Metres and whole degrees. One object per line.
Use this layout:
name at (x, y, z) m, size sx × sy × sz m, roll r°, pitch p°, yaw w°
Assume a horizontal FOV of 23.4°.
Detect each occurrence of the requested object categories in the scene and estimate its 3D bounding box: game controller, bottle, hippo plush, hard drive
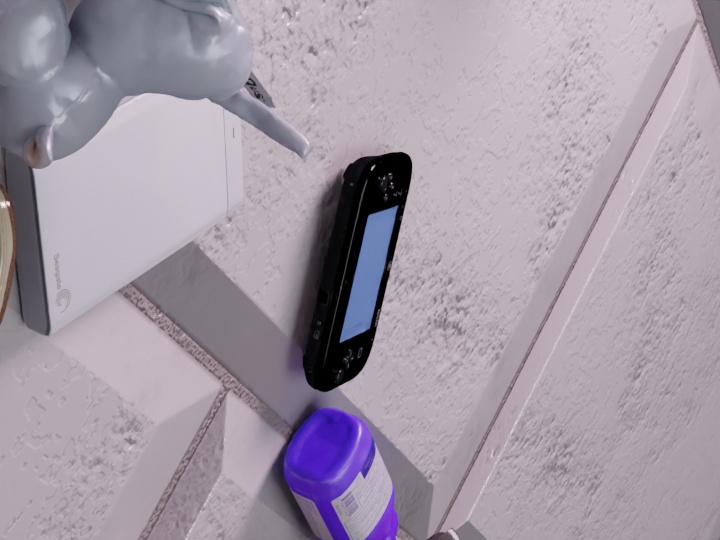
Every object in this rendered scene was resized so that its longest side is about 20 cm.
game controller at (0.000, 0.000, 1.431) m, size 0.104 × 0.042 × 0.201 m, roll -12°, pitch 119°, yaw -57°
bottle at (-0.009, 0.202, 1.524) m, size 0.084 × 0.065 × 0.200 m, roll -57°, pitch 150°, yaw -24°
hippo plush at (-0.156, -0.140, 1.012) m, size 0.160 × 0.159 × 0.201 m, roll -29°, pitch 124°, yaw -7°
hard drive at (-0.150, -0.059, 1.152) m, size 0.200 × 0.027 × 0.133 m, roll -37°, pitch 138°, yaw -43°

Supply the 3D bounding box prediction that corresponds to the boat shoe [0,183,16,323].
boat shoe at (-0.258, 0.039, 0.987) m, size 0.075 × 0.074 × 0.204 m, roll 11°, pitch 99°, yaw -55°

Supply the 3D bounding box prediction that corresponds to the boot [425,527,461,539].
boot at (0.006, 0.324, 1.558) m, size 0.174 × 0.069 × 0.200 m, roll -37°, pitch 170°, yaw -44°
